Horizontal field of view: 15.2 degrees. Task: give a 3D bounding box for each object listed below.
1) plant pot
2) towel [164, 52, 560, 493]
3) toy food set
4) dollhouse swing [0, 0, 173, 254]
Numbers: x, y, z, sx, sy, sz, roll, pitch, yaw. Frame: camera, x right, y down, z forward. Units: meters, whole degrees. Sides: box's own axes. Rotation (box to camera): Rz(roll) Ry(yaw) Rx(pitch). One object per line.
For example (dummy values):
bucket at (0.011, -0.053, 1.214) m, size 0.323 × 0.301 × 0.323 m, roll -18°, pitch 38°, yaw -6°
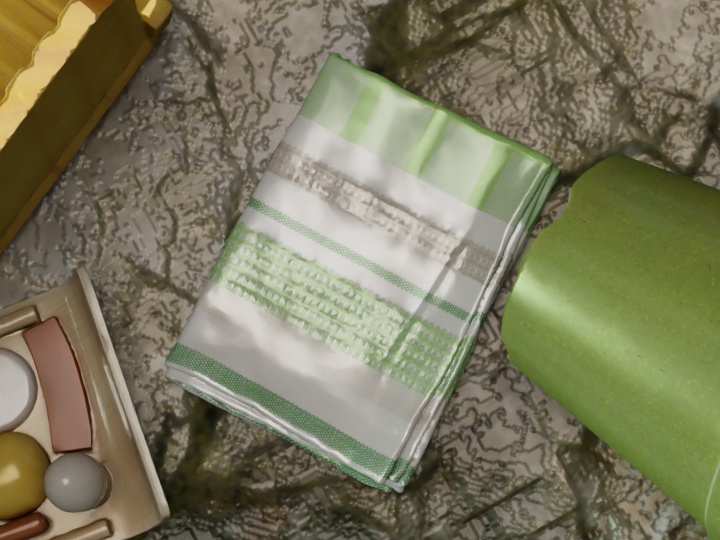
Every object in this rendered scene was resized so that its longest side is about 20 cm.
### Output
plant pot at (0.178, 0.037, 1.355) m, size 0.190 × 0.200 × 0.201 m, roll 31°, pitch 87°, yaw 20°
towel at (0.000, 0.000, 1.446) m, size 0.149 × 0.031 × 0.201 m, roll 27°, pitch 86°, yaw 8°
toy food set at (-0.214, 0.100, 1.442) m, size 0.199 × 0.060 × 0.144 m, roll -21°, pitch 81°, yaw 3°
dollhouse swing at (-0.215, -0.102, 1.395) m, size 0.181 × 0.176 × 0.200 m, roll 35°, pitch 86°, yaw 17°
